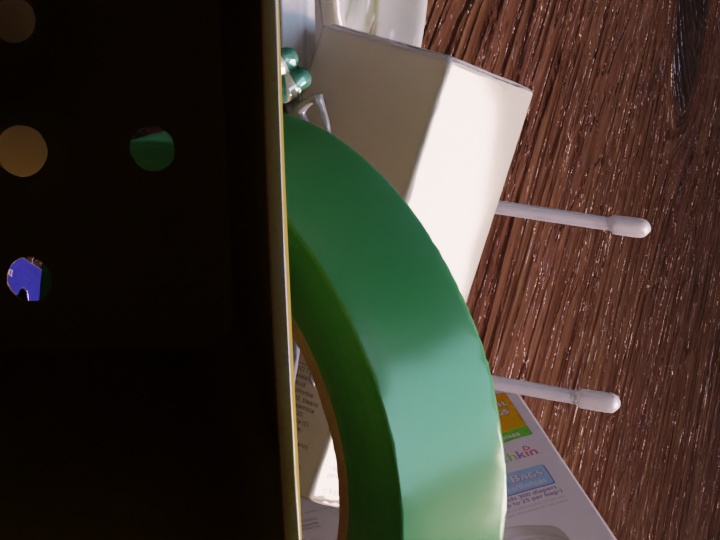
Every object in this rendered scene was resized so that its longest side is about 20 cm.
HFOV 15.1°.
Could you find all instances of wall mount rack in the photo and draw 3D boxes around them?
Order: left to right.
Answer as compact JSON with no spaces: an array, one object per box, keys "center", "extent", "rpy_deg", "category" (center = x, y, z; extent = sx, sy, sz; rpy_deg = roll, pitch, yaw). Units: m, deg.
[{"center":[0.053,0.025,1.411],"extent":[0.075,0.174,0.200],"rpy_deg":[43,44,-33],"category":"wall mount rack"}]

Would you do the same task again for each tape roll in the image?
[{"center":[-0.034,0.048,0.918],"extent":[0.048,0.200,0.201],"rpy_deg":[-18,114,-37],"category":"tape roll"}]

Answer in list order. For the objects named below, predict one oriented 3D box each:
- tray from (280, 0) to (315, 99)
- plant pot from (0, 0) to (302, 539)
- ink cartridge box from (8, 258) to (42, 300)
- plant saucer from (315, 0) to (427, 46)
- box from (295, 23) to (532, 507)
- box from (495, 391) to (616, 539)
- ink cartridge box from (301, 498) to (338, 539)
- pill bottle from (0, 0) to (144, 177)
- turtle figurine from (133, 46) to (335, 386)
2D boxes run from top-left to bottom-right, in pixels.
[{"center":[-0.037,-0.088,1.238],"extent":[0.107,0.022,0.200],"rpy_deg":[-124,-149,-65],"category":"tray"},{"center":[-0.112,-0.018,0.772],"extent":[0.176,0.200,0.200],"rpy_deg":[-78,166,-75],"category":"plant pot"},{"center":[-0.124,0.093,1.016],"extent":[0.095,0.037,0.200],"rpy_deg":[43,48,-70],"category":"ink cartridge box"},{"center":[-0.009,-0.176,1.386],"extent":[0.200,0.050,0.200],"rpy_deg":[2,90,-76],"category":"plant saucer"},{"center":[0.000,0.000,1.190],"extent":[0.068,0.082,0.200],"rpy_deg":[17,93,-50],"category":"box"},{"center":[0.070,0.166,1.446],"extent":[0.200,0.112,0.101],"rpy_deg":[-121,-161,-53],"category":"box"},{"center":[0.019,0.201,1.280],"extent":[0.200,0.084,0.146],"rpy_deg":[-140,-136,-64],"category":"ink cartridge box"},{"center":[-0.094,-0.110,0.954],"extent":[0.200,0.111,0.111],"rpy_deg":[-61,149,-59],"category":"pill bottle"},{"center":[-0.061,-0.043,1.110],"extent":[0.150,0.101,0.200],"rpy_deg":[101,-16,-53],"category":"turtle figurine"}]
